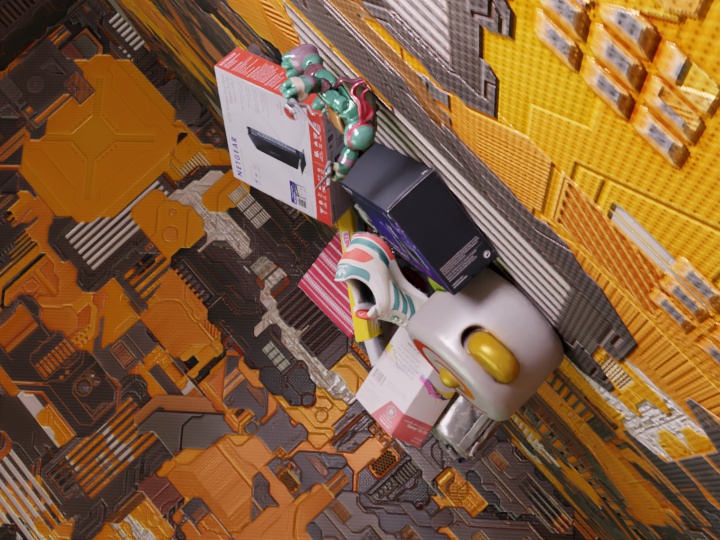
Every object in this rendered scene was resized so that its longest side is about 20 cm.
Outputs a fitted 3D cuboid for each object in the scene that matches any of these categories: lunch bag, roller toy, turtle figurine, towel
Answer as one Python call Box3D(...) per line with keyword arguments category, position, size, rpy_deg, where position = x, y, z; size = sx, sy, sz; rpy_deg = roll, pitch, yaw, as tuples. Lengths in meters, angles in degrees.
Box3D(category="lunch bag", position=(0.171, 0.174, 1.557), size=(0.139, 0.200, 0.168), rpy_deg=(40, 180, -24))
Box3D(category="roller toy", position=(0.157, 0.097, 1.324), size=(0.200, 0.140, 0.183), rpy_deg=(38, 169, 43))
Box3D(category="turtle figurine", position=(-0.028, -0.169, 1.129), size=(0.200, 0.100, 0.150), rpy_deg=(-112, 1, -52))
Box3D(category="towel", position=(0.005, -0.012, 1.616), size=(0.145, 0.200, 0.022), rpy_deg=(43, -171, 32))

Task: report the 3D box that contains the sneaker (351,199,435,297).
Box3D(category="sneaker", position=(0.054, -0.030, 1.442), size=(0.200, 0.084, 0.077), rpy_deg=(52, 138, -2))

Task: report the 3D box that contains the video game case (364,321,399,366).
Box3D(category="video game case", position=(0.066, 0.063, 1.668), size=(0.181, 0.023, 0.201), rpy_deg=(3, -125, -36))

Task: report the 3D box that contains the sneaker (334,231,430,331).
Box3D(category="sneaker", position=(0.032, 0.046, 1.382), size=(0.070, 0.094, 0.200), rpy_deg=(-4, 132, 46))

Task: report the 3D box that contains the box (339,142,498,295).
Box3D(category="box", position=(0.065, -0.068, 1.269), size=(0.141, 0.079, 0.200), rpy_deg=(53, 175, -23))

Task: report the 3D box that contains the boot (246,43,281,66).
Box3D(category="boot", position=(-0.085, -0.232, 1.474), size=(0.201, 0.069, 0.174), rpy_deg=(58, 176, -26))

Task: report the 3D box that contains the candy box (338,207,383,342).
Box3D(category="candy box", position=(0.000, 0.000, 1.521), size=(0.102, 0.026, 0.202), rpy_deg=(-13, -86, -75))

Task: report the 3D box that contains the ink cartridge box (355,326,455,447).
Box3D(category="ink cartridge box", position=(0.091, 0.139, 1.501), size=(0.067, 0.201, 0.116), rpy_deg=(27, -171, -36))

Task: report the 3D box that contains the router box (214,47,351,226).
Box3D(category="router box", position=(-0.100, -0.175, 1.374), size=(0.179, 0.049, 0.201), rpy_deg=(27, 145, 24))

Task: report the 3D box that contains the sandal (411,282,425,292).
Box3D(category="sandal", position=(0.054, 0.001, 1.530), size=(0.079, 0.059, 0.208), rpy_deg=(17, -132, -21))
